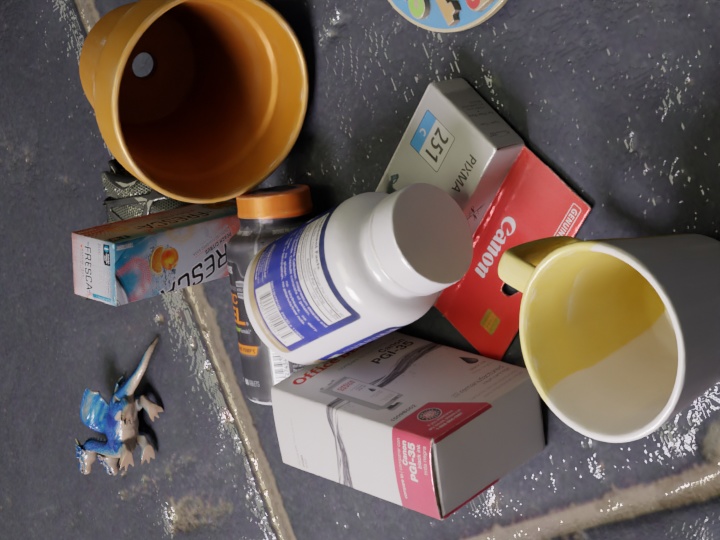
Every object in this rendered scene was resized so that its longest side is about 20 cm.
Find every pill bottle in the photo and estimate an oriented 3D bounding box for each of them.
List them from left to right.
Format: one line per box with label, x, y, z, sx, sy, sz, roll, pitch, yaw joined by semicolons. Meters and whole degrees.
pill bottle;-0.071;0.020;1.601;0.106;0.106;0.200;2;102;45
pill bottle;0.000;0.000;1.448;0.200;0.120;0.120;-26;83;47

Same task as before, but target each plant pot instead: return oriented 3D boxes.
plant pot;-0.179;-0.182;1.604;0.183;0.200;0.200;28;122;55

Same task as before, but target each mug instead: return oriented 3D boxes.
mug;0.216;0.023;1.274;0.149;0.153;0.187;-45;69;43

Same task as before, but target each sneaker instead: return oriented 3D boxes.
sneaker;-0.247;-0.048;1.785;0.199;0.076;0.114;-39;72;41

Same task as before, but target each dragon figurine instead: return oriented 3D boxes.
dragon figurine;-0.276;0.158;1.885;0.099;0.059;0.200;27;121;37

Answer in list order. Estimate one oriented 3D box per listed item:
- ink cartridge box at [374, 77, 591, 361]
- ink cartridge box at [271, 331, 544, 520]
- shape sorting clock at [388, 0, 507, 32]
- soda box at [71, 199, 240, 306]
ink cartridge box;0.089;-0.037;1.465;0.176;0.045;0.200;48;131;26
ink cartridge box;0.040;0.131;1.483;0.200;0.146;0.083;14;122;42
shape sorting clock;0.069;-0.301;1.411;0.200;0.039;0.200;15;112;42
soda box;-0.183;-0.021;1.633;0.068;0.200;0.064;14;111;41
